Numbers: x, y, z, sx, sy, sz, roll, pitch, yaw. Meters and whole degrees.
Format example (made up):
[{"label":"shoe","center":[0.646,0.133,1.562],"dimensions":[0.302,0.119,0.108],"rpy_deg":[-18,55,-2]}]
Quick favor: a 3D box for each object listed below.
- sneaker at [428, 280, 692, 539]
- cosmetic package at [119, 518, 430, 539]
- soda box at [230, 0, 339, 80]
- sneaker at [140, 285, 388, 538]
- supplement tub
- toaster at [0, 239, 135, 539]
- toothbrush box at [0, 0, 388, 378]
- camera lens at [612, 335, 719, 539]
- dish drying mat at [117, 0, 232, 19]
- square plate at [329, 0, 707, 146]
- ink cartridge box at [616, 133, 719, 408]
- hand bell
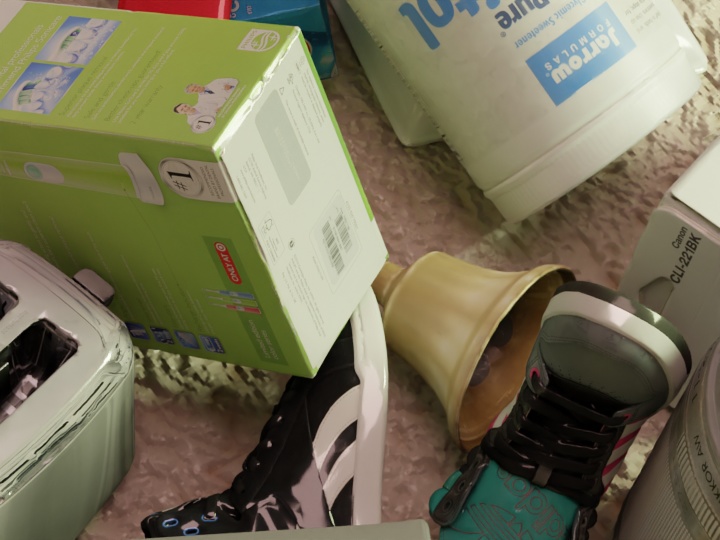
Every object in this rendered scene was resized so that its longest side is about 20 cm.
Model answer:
[{"label":"sneaker","center":[0.086,0.087,1.101],"dimensions":[0.083,0.200,0.121],"rpy_deg":[26,71,7]},{"label":"cosmetic package","center":[-0.062,0.176,1.027],"dimensions":[0.198,0.108,0.090],"rpy_deg":[-4,27,0]},{"label":"soda box","center":[-0.061,-0.197,1.319],"dimensions":[0.064,0.068,0.201],"rpy_deg":[-13,58,2]},{"label":"sneaker","center":[-0.046,0.095,1.116],"dimensions":[0.111,0.073,0.202],"rpy_deg":[3,70,-10]},{"label":"supplement tub","center":[0.071,-0.141,1.241],"dimensions":[0.132,0.132,0.201],"rpy_deg":[-38,93,-30]},{"label":"toaster","center":[-0.185,0.080,1.080],"dimensions":[0.113,0.130,0.200],"rpy_deg":[37,58,15]},{"label":"toothbrush box","center":[-0.106,-0.041,1.121],"dimensions":[0.199,0.146,0.086],"rpy_deg":[7,48,31]},{"label":"camera lens","center":[0.211,0.108,1.099],"dimensions":[0.158,0.201,0.161],"rpy_deg":[6,56,-8]},{"label":"dish drying mat","center":[-0.100,-0.128,1.244],"dimensions":[0.076,0.018,0.202],"rpy_deg":[-4,70,33]},{"label":"square plate","center":[0.075,-0.175,1.364],"dimensions":[0.197,0.029,0.201],"rpy_deg":[-15,61,-21]},{"label":"ink cartridge box","center":[0.220,-0.032,1.228],"dimensions":[0.084,0.145,0.200],"rpy_deg":[38,58,14]},{"label":"hand bell","center":[0.000,0.000,1.215],"dimensions":[0.199,0.105,0.104],"rpy_deg":[30,55,25]}]
